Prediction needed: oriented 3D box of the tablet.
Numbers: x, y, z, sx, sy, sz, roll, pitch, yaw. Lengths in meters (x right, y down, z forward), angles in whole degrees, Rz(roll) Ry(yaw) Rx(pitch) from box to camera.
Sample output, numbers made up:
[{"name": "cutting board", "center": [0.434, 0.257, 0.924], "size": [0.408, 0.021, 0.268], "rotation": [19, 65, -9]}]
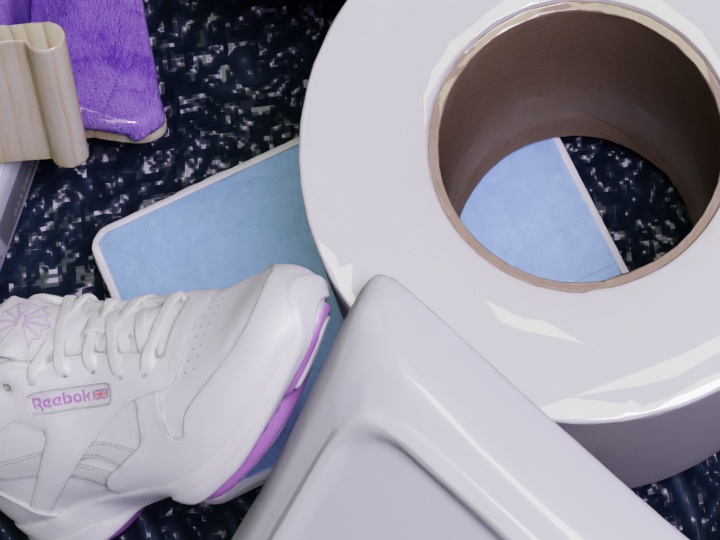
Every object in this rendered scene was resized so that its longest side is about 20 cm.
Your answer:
[{"name": "tablet", "center": [0.000, 0.000, 0.863], "size": [0.200, 0.014, 0.130], "rotation": [-25, 73, -3]}]

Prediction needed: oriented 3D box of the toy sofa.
[{"name": "toy sofa", "center": [-0.136, -0.145, 0.855], "size": [0.097, 0.083, 0.200], "rotation": [-5, 59, -3]}]

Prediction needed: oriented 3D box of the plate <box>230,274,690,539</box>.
[{"name": "plate", "center": [0.028, 0.137, 0.701], "size": [0.200, 0.032, 0.200], "rotation": [41, 124, 20]}]

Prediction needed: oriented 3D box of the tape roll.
[{"name": "tape roll", "center": [0.082, -0.026, 0.783], "size": [0.202, 0.139, 0.203], "rotation": [-1, 73, 4]}]

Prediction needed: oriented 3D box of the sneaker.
[{"name": "sneaker", "center": [-0.093, 0.044, 0.766], "size": [0.100, 0.200, 0.075], "rotation": [41, 42, -18]}]

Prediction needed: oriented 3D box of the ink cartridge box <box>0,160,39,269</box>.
[{"name": "ink cartridge box", "center": [-0.250, -0.021, 0.876], "size": [0.200, 0.057, 0.163], "rotation": [16, 77, 5]}]
